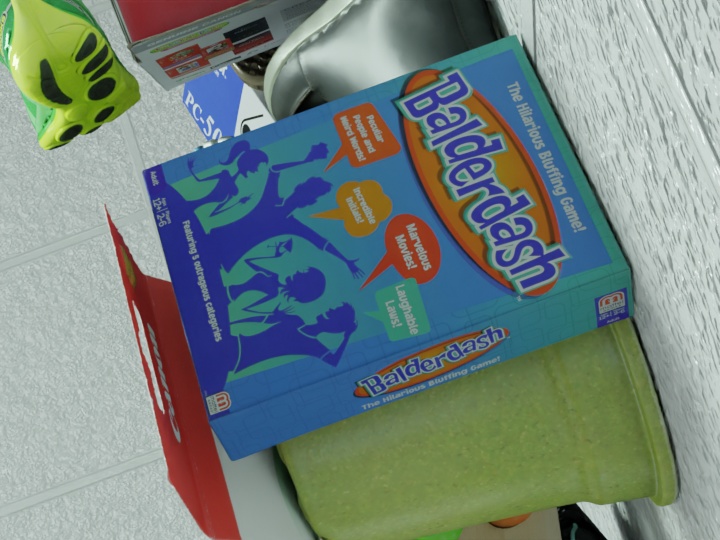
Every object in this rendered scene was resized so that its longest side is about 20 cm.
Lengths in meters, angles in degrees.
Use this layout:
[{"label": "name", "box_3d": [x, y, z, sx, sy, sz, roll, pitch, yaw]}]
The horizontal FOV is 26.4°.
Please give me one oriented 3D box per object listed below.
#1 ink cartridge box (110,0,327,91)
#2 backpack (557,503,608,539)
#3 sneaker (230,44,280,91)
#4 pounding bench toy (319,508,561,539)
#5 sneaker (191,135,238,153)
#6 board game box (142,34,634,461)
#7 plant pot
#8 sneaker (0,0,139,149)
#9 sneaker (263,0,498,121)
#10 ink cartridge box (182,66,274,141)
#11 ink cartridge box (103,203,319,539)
[{"label": "ink cartridge box", "box_3d": [-0.056, -0.195, 0.954, 0.176, 0.200, 0.084, 118, 130, -90]}, {"label": "backpack", "box_3d": [0.119, 0.278, 1.081, 0.153, 0.200, 0.176, 49, -179, -1]}, {"label": "sneaker", "box_3d": [-0.044, -0.223, 1.081, 0.076, 0.070, 0.200, 60, -126, -87]}, {"label": "pounding bench toy", "box_3d": [0.035, 0.128, 0.964, 0.156, 0.124, 0.201, 4, 105, 62]}, {"label": "sneaker", "box_3d": [-0.013, -0.034, 0.922, 0.075, 0.199, 0.087, -13, -68, -72]}, {"label": "board game box", "box_3d": [0.009, -0.015, 0.730, 0.045, 0.200, 0.152, 71, 179, -56]}, {"label": "plant pot", "box_3d": [0.045, 0.061, 0.822, 0.200, 0.184, 0.201, -20, -90, -89]}, {"label": "sneaker", "box_3d": [-0.186, -0.134, 0.948, 0.084, 0.074, 0.200, 61, 170, 8]}, {"label": "sneaker", "box_3d": [0.011, -0.098, 0.873, 0.200, 0.075, 0.106, -42, 68, 57]}, {"label": "ink cartridge box", "box_3d": [-0.070, -0.103, 1.147, 0.200, 0.044, 0.094, 56, 147, 35]}, {"label": "ink cartridge box", "box_3d": [-0.069, 0.074, 0.782, 0.200, 0.050, 0.161, 77, 175, -57]}]
